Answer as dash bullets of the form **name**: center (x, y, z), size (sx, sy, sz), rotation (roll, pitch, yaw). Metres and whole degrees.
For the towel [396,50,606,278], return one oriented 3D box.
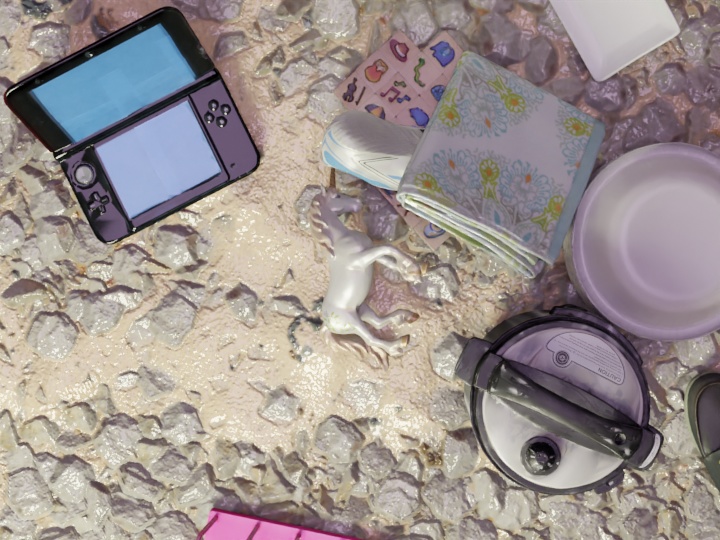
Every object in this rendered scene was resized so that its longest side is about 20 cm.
- **towel**: center (0.144, -0.109, 1.107), size (0.171, 0.048, 0.201), rotation (29, 64, -6)

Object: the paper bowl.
- **paper bowl**: center (0.311, -0.028, 1.113), size (0.200, 0.104, 0.202), rotation (0, 90, 2)

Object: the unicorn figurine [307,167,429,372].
- **unicorn figurine**: center (0.000, 0.000, 1.141), size (0.137, 0.074, 0.201), rotation (16, 97, 13)

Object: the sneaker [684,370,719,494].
- **sneaker**: center (0.394, 0.199, 1.109), size (0.075, 0.106, 0.201), rotation (-22, 90, 3)

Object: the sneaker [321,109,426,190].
- **sneaker**: center (0.055, -0.110, 1.145), size (0.199, 0.073, 0.072), rotation (18, 63, -9)

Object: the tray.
- **tray**: center (0.241, -0.307, 1.135), size (0.107, 0.022, 0.201), rotation (-30, 89, 38)

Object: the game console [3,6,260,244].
- **game console**: center (-0.229, -0.142, 1.131), size (0.199, 0.119, 0.173), rotation (-26, 89, 3)

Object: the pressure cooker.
- **pressure cooker**: center (0.191, 0.128, 1.072), size (0.175, 0.200, 0.179), rotation (-17, 89, 4)

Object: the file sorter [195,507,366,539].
- **file sorter**: center (-0.080, 0.344, 1.126), size (0.199, 0.125, 0.140), rotation (11, 91, 3)

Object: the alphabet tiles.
- **alphabet tiles**: center (0.072, -0.150, 1.171), size (0.167, 0.008, 0.200), rotation (-42, 88, 3)
